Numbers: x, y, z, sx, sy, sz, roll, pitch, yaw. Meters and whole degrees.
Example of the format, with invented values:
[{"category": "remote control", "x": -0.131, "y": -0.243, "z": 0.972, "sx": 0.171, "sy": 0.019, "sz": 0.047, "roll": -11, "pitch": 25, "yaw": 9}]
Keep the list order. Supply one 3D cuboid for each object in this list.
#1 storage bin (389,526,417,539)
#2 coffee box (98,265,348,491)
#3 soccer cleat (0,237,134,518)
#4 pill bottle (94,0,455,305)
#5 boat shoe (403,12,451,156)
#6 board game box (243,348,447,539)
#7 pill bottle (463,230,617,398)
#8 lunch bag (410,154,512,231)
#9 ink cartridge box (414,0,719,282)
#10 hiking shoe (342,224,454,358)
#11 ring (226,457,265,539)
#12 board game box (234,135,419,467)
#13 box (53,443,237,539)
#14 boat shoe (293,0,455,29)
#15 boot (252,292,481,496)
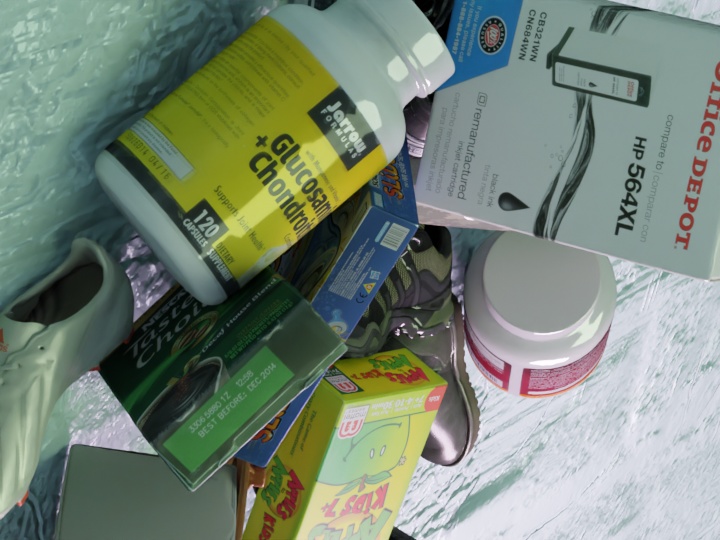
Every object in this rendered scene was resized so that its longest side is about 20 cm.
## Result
[{"category": "storage bin", "x": 0.015, "y": 0.295, "z": 1.984, "sx": 0.094, "sy": 0.135, "sz": 0.200, "roll": -44, "pitch": 149, "yaw": -33}, {"category": "coffee box", "x": -0.086, "y": 0.050, "z": 1.495, "sx": 0.123, "sy": 0.200, "sz": 0.044, "roll": -42, "pitch": 108, "yaw": -2}, {"category": "soccer cleat", "x": -0.199, "y": 0.067, "z": 1.459, "sx": 0.200, "sy": 0.069, "sz": 0.078, "roll": -56, "pitch": 150, "yaw": -26}, {"category": "pill bottle", "x": -0.046, "y": -0.082, "z": 1.479, "sx": 0.200, "sy": 0.112, "sz": 0.112, "roll": -41, "pitch": 151, "yaw": -7}, {"category": "boat shoe", "x": 0.075, "y": -0.163, "z": 1.655, "sx": 0.064, "sy": 0.071, "sz": 0.200, "roll": -51, "pitch": -165, "yaw": 58}, {"category": "board game box", "x": -0.020, "y": 0.154, "z": 1.759, "sx": 0.101, "sy": 0.048, "sz": 0.200, "roll": -8, "pitch": 126, "yaw": -45}, {"category": "pill bottle", "x": 0.132, "y": 0.025, "z": 1.900, "sx": 0.113, "sy": 0.113, "sz": 0.200, "roll": -57, "pitch": 172, "yaw": -9}, {"category": "lunch bag", "x": 0.111, "y": -0.081, "z": 1.719, "sx": 0.200, "sy": 0.164, "sz": 0.118, "roll": -13, "pitch": 104, "yaw": -62}, {"category": "ink cartridge box", "x": 0.149, "y": -0.087, "z": 1.543, "sx": 0.084, "sy": 0.200, "sz": 0.146, "roll": -4, "pitch": 107, "yaw": -63}, {"category": "hiking shoe", "x": 0.000, "y": 0.000, "z": 1.759, "sx": 0.200, "sy": 0.076, "sz": 0.101, "roll": -15, "pitch": 112, "yaw": -59}, {"category": "ring", "x": -0.084, "y": 0.173, "z": 1.685, "sx": 0.200, "sy": 0.019, "sz": 0.201, "roll": -172, "pitch": -90, "yaw": -84}, {"category": "board game box", "x": -0.030, "y": 0.005, "z": 1.587, "sx": 0.200, "sy": 0.034, "sz": 0.135, "roll": -58, "pitch": -160, "yaw": 28}, {"category": "box", "x": -0.146, "y": 0.228, "z": 1.605, "sx": 0.128, "sy": 0.109, "sz": 0.200, "roll": -92, "pitch": -168, "yaw": -60}, {"category": "boat shoe", "x": 0.008, "y": -0.147, "z": 1.583, "sx": 0.071, "sy": 0.091, "sz": 0.200, "roll": -41, "pitch": 148, "yaw": -36}, {"category": "boot", "x": 0.003, "y": 0.121, "z": 1.866, "sx": 0.200, "sy": 0.072, "sz": 0.182, "roll": -48, "pitch": 138, "yaw": -39}]
